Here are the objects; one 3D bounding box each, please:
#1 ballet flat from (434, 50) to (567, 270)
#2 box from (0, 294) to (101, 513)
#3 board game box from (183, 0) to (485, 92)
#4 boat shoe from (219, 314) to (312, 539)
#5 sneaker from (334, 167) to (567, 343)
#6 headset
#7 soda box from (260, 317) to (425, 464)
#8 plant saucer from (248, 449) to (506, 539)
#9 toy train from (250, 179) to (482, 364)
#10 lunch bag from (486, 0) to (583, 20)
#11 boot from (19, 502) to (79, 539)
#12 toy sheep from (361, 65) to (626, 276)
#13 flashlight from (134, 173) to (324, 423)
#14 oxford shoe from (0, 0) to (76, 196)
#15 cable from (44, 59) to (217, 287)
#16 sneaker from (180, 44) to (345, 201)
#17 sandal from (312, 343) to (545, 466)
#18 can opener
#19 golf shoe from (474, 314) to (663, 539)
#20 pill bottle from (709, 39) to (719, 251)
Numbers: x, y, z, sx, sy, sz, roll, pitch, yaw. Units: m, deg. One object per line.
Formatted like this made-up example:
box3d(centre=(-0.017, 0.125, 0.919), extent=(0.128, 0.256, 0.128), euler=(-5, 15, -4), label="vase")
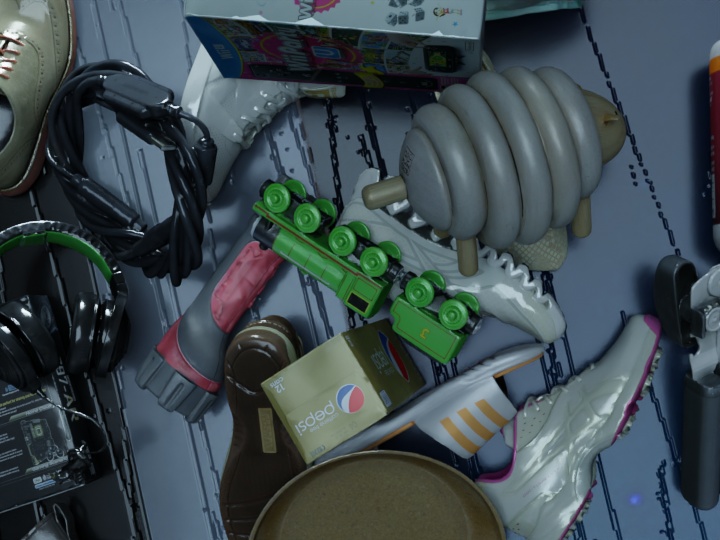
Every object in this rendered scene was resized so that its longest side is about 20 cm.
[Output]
box3d(centre=(0.101, -0.088, 0.997), extent=(0.067, 0.062, 0.201), euler=(-26, 86, 6), label="ballet flat")
box3d(centre=(-0.331, 0.126, 1.053), extent=(0.198, 0.044, 0.162), euler=(-19, 86, 6), label="box")
box3d(centre=(-0.011, -0.178, 0.912), extent=(0.198, 0.148, 0.065), euler=(6, 83, 6), label="board game box")
box3d(centre=(-0.067, 0.131, 1.008), extent=(0.074, 0.075, 0.204), euler=(8, 112, 7), label="boat shoe")
box3d(centre=(0.066, 0.005, 0.991), extent=(0.199, 0.075, 0.081), euler=(33, 83, 14), label="sneaker")
box3d(centre=(-0.238, 0.062, 1.005), extent=(0.122, 0.094, 0.202), euler=(-10, 68, -21), label="headset")
box3d(centre=(-0.007, 0.083, 0.935), extent=(0.067, 0.200, 0.064), euler=(-32, 85, 9), label="soda box")
box3d(centre=(0.012, 0.214, 0.982), extent=(0.198, 0.036, 0.202), euler=(-1, 114, -3), label="plant saucer")
box3d(centre=(0.000, 0.000, 0.956), extent=(0.199, 0.042, 0.057), euler=(33, 110, 14), label="toy train")
box3d(centre=(0.111, -0.286, 0.933), extent=(0.121, 0.200, 0.172), euler=(-6, 87, 7), label="lunch bag")
box3d(centre=(-0.248, 0.312, 1.035), extent=(0.174, 0.069, 0.201), euler=(37, 89, 12), label="boot")
box3d(centre=(0.096, -0.074, 0.901), extent=(0.198, 0.138, 0.139), euler=(-21, 86, -13), label="toy sheep")
box3d(centre=(-0.096, 0.023, 1.016), extent=(0.068, 0.068, 0.201), euler=(37, 93, -6), label="flashlight")
box3d(centre=(-0.278, -0.162, 1.039), extent=(0.070, 0.075, 0.202), euler=(7, 89, 9), label="oxford shoe")
box3d(centre=(-0.180, -0.077, 1.007), extent=(0.199, 0.051, 0.165), euler=(23, 126, 39), label="cable")
box3d(centre=(-0.072, -0.139, 1.015), extent=(0.115, 0.074, 0.202), euler=(16, 89, 10), label="sneaker")
box3d(centre=(0.061, 0.122, 0.992), extent=(0.206, 0.079, 0.060), euler=(-31, 84, 15), label="sandal")
box3d(centre=(0.256, 0.081, 0.948), extent=(0.052, 0.066, 0.202), euler=(-19, 116, -24), label="can opener")
box3d(centre=(0.159, 0.113, 0.981), extent=(0.091, 0.075, 0.201), euler=(29, 89, 13), label="golf shoe")
box3d(centre=(0.315, -0.071, 0.945), extent=(0.112, 0.113, 0.202), euler=(-2, 88, 7), label="pill bottle")
